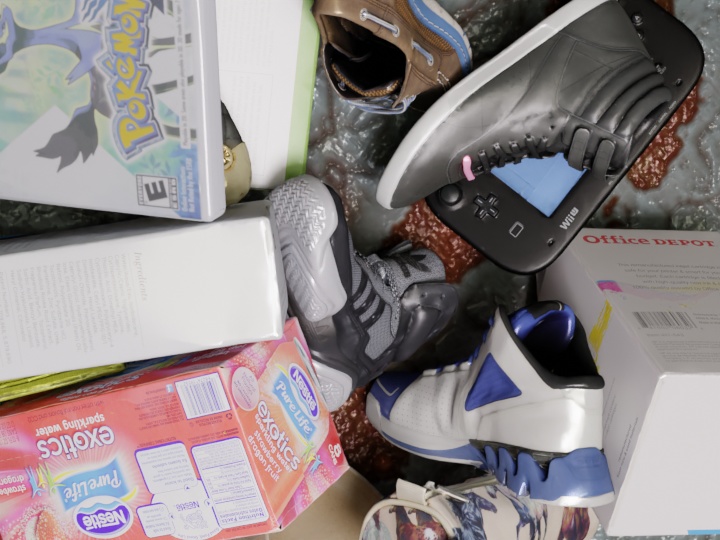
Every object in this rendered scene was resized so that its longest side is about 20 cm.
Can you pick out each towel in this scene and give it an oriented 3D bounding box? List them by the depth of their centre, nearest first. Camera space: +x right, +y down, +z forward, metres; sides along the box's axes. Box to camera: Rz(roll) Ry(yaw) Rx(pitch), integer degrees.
[{"bbox_3d":[-0.239,0.069,0.962,0.199,0.086,0.018,-13,98,-7],"label":"towel"}]

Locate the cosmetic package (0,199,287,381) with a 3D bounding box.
[{"bbox_3d":[-0.143,0.012,0.900,0.199,0.102,0.074,-7,98,0],"label":"cosmetic package"}]

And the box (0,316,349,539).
[{"bbox_3d":[-0.122,0.106,0.951,0.200,0.095,0.103,-16,98,30],"label":"box"}]

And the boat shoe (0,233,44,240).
[{"bbox_3d":[-0.185,0.009,0.983,0.199,0.069,0.084,-17,109,-10],"label":"boat shoe"}]

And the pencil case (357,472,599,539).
[{"bbox_3d":[0.083,0.167,1.056,0.200,0.078,0.090,-8,120,-53],"label":"pencil case"}]

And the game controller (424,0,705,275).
[{"bbox_3d":[0.134,-0.095,1.053,0.104,0.042,0.200,39,91,19],"label":"game controller"}]

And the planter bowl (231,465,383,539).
[{"bbox_3d":[-0.047,0.235,1.034,0.135,0.200,0.200,-32,113,22],"label":"planter bowl"}]

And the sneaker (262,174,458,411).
[{"bbox_3d":[0.000,0.000,1.013,0.114,0.076,0.200,-27,144,-20],"label":"sneaker"}]

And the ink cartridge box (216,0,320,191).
[{"bbox_3d":[-0.129,-0.132,0.963,0.199,0.076,0.148,4,103,-13],"label":"ink cartridge box"}]

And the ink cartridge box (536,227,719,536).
[{"bbox_3d":[0.198,0.062,1.057,0.128,0.200,0.126,2,121,-17],"label":"ink cartridge box"}]

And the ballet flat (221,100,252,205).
[{"bbox_3d":[-0.124,-0.118,0.891,0.066,0.057,0.200,-45,109,-31],"label":"ballet flat"}]

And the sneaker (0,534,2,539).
[{"bbox_3d":[-0.311,0.152,0.981,0.199,0.071,0.113,1,107,-25],"label":"sneaker"}]

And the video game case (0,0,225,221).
[{"bbox_3d":[-0.160,-0.131,0.855,0.182,0.022,0.201,7,111,22],"label":"video game case"}]

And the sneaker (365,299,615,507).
[{"bbox_3d":[0.093,0.071,1.022,0.080,0.199,0.116,3,97,-36],"label":"sneaker"}]

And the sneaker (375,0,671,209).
[{"bbox_3d":[0.108,-0.082,1.002,0.200,0.071,0.099,-38,76,-2],"label":"sneaker"}]

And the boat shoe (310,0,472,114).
[{"bbox_3d":[0.010,-0.134,0.960,0.200,0.072,0.073,46,58,-59],"label":"boat shoe"}]
